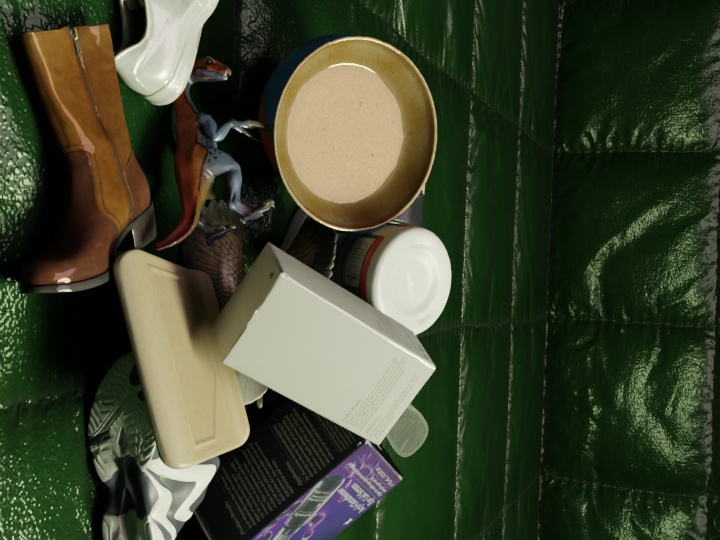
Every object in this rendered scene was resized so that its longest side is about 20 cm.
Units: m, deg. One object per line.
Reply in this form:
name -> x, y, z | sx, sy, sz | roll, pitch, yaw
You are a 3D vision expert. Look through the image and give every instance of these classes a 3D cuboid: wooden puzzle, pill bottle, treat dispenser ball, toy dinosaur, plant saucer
wooden puzzle -> -0.166, 0.083, 0.822 | 0.200, 0.037, 0.189 | 27, 47, -80
pill bottle -> 0.000, 0.000, 1.034 | 0.118, 0.198, 0.122 | -7, 102, -37
treat dispenser ball -> -0.024, -0.181, 1.071 | 0.200, 0.197, 0.206 | 2, 90, -67
toy dinosaur -> -0.154, -0.129, 0.881 | 0.184, 0.104, 0.199 | 63, 22, 4
plant saucer -> -0.009, -0.146, 0.950 | 0.196, 0.035, 0.205 | -6, 103, -27

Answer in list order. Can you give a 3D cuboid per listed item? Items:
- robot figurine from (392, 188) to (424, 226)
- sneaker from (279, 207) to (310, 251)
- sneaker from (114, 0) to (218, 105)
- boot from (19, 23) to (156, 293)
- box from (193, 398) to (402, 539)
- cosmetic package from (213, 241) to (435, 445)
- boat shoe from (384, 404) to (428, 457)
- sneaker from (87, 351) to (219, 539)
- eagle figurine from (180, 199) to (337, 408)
robot figurine -> 0.032, -0.105, 1.320 | 0.149, 0.123, 0.205 | 22, 71, -54
sneaker -> -0.064, -0.002, 1.146 | 0.074, 0.080, 0.203 | 57, 41, -52
sneaker -> -0.189, -0.268, 0.848 | 0.088, 0.074, 0.204 | 31, 64, -51
boot -> -0.239, -0.097, 0.736 | 0.188, 0.067, 0.204 | -46, 132, -58
box -> -0.072, 0.239, 0.994 | 0.199, 0.105, 0.148 | -40, 146, -3
cosmetic package -> -0.036, 0.075, 0.881 | 0.198, 0.108, 0.085 | 34, 11, -25
boat shoe -> 0.021, 0.154, 1.099 | 0.074, 0.064, 0.203 | -45, 132, -12
sneaker -> -0.194, 0.170, 0.863 | 0.129, 0.078, 0.204 | -24, 109, -71
eagle figurine -> -0.115, 0.035, 0.971 | 0.150, 0.150, 0.204 | -12, 118, -37
